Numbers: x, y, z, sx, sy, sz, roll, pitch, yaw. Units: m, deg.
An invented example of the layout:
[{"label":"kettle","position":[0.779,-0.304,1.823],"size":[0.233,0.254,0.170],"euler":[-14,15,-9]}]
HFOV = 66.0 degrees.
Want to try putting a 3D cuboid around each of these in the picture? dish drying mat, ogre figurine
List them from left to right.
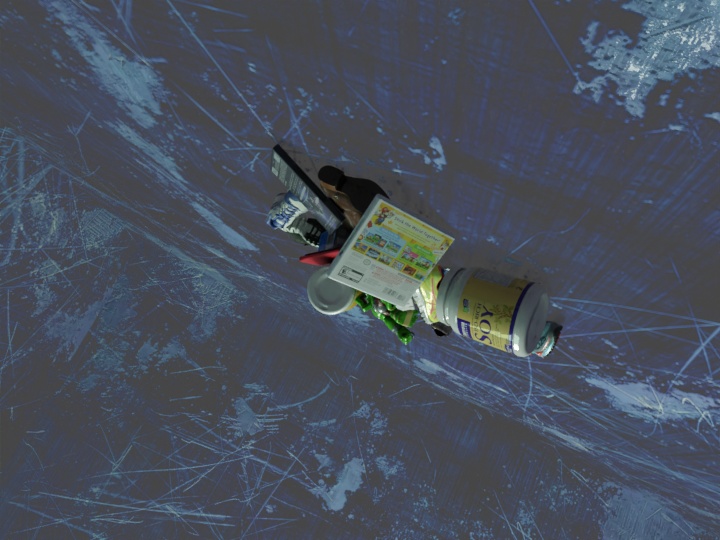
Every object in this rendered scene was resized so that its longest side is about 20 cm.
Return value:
[{"label":"dish drying mat","position":[-0.066,-0.032,1.267],"size":[0.075,0.019,0.198],"euler":[14,168,-30]},{"label":"ogre figurine","position":[0.051,0.061,1.212],"size":[0.119,0.099,0.200],"euler":[28,167,47]}]

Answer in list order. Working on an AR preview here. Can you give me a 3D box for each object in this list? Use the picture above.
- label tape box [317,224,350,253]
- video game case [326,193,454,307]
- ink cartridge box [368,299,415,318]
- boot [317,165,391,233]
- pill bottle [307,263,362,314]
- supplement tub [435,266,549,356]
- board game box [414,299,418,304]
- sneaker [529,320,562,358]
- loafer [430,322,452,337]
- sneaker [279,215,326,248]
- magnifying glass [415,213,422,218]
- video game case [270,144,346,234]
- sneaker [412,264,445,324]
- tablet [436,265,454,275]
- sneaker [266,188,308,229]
[{"label":"label tape box","position":[0.009,-0.046,1.337],"size":[0.195,0.065,0.144],"euler":[15,170,-19]},{"label":"video game case","position":[0.059,-0.030,1.063],"size":[0.197,0.184,0.023],"euler":[22,-156,-32]},{"label":"ink cartridge box","position":[0.086,0.074,1.497],"size":[0.113,0.070,0.200],"euler":[-8,163,6]},{"label":"boot","position":[0.003,-0.116,1.143],"size":[0.185,0.064,0.201],"euler":[37,166,22]},{"label":"pill bottle","position":[-0.052,0.042,1.320],"size":[0.109,0.113,0.200],"euler":[25,-176,9]},{"label":"supplement tub","position":[0.267,0.076,1.131],"size":[0.197,0.148,0.146],"euler":[17,162,35]},{"label":"board game box","position":[0.233,0.077,1.351],"size":[0.131,0.035,0.199],"euler":[17,169,-19]},{"label":"sneaker","position":[0.386,0.147,1.280],"size":[0.094,0.081,0.200],"euler":[31,165,-2]},{"label":"loafer","position":[0.233,0.166,1.649],"size":[0.071,0.064,0.201],"euler":[23,164,20]},{"label":"sneaker","position":[-0.134,-0.098,1.459],"size":[0.197,0.067,0.091],"euler":[25,168,29]},{"label":"magnifying glass","position":[0.075,-0.093,1.173],"size":[0.079,0.023,0.199],"euler":[33,164,-17]},{"label":"video game case","position":[-0.114,-0.165,1.168],"size":[0.200,0.019,0.143],"euler":[46,167,-4]},{"label":"sneaker","position":[0.164,0.052,1.216],"size":[0.088,0.080,0.201],"euler":[-18,147,11]},{"label":"tablet","position":[0.123,0.007,1.291],"size":[0.194,0.014,0.131],"euler":[7,158,-2]},{"label":"sneaker","position":[-0.168,-0.141,1.328],"size":[0.075,0.090,0.199],"euler":[34,163,-18]}]
